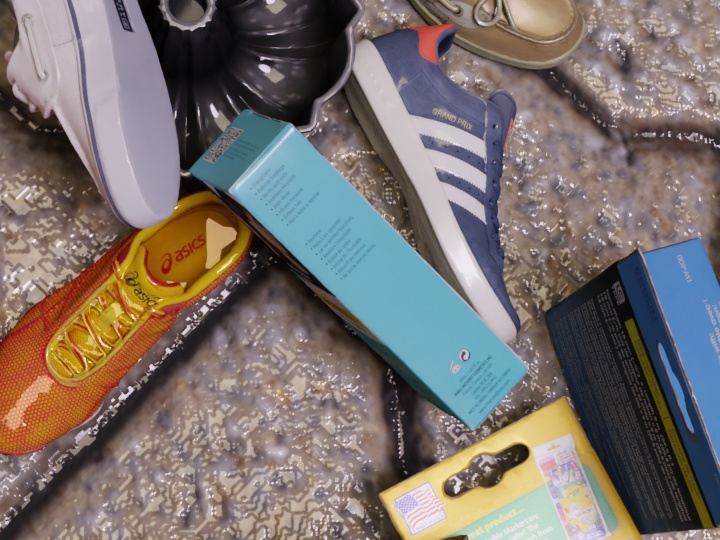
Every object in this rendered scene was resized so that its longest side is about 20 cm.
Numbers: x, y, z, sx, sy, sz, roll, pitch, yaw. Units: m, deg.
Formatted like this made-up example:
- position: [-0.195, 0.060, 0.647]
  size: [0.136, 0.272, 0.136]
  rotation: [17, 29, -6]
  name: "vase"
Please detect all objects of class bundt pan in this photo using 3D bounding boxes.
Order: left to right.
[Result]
- position: [-0.102, -0.144, 0.893]
  size: [0.202, 0.076, 0.202]
  rotation: [1, 79, -7]
  name: "bundt pan"

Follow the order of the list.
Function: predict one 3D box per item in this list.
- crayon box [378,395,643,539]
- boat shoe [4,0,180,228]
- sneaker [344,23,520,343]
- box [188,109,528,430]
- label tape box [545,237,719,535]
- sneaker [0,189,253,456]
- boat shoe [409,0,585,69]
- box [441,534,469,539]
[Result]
- position: [0.106, 0.189, 0.867]
  size: [0.126, 0.052, 0.200]
  rotation: [-26, 84, -11]
  name: "crayon box"
- position: [-0.154, -0.113, 0.817]
  size: [0.070, 0.071, 0.200]
  rotation: [-19, 85, 18]
  name: "boat shoe"
- position: [0.065, -0.057, 0.898]
  size: [0.084, 0.075, 0.200]
  rotation: [-23, 84, -9]
  name: "sneaker"
- position: [0.000, 0.000, 0.835]
  size: [0.049, 0.082, 0.200]
  rotation: [-48, 113, -6]
  name: "box"
- position: [0.172, 0.064, 0.823]
  size: [0.063, 0.200, 0.144]
  rotation: [-18, 82, -10]
  name: "label tape box"
- position: [-0.143, 0.022, 0.858]
  size: [0.073, 0.077, 0.200]
  rotation: [43, 79, 1]
  name: "sneaker"
- position: [0.054, -0.199, 0.929]
  size: [0.201, 0.063, 0.073]
  rotation: [42, 78, 2]
  name: "boat shoe"
- position: [-0.014, 0.261, 0.778]
  size: [0.192, 0.122, 0.200]
  rotation: [-17, 84, 7]
  name: "box"
